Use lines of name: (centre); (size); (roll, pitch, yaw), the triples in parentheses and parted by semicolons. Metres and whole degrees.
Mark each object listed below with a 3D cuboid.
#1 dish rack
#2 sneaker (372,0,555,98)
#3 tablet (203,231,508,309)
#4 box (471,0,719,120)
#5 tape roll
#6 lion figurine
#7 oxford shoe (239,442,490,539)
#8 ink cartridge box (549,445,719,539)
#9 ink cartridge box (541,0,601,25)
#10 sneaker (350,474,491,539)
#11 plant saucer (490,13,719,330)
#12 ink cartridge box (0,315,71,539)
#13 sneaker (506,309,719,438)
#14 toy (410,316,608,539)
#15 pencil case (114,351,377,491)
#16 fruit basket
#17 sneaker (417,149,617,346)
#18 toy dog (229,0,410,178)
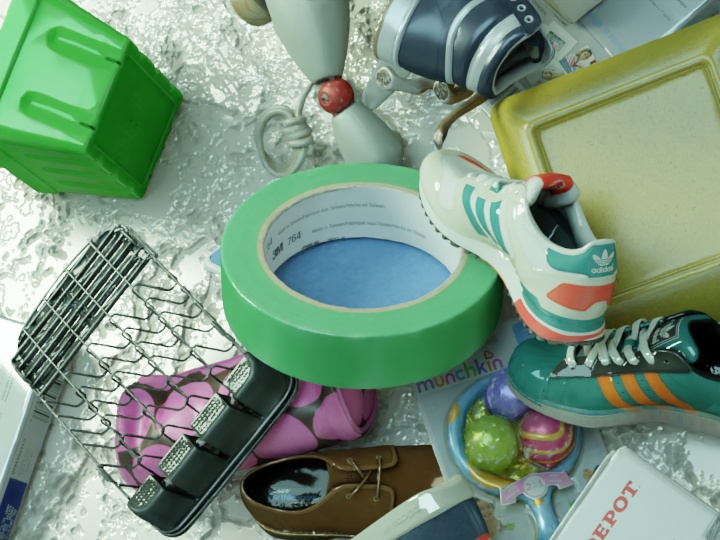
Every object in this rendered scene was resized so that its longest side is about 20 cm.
dish rack: (-0.155, 0.071, 1.663); (0.154, 0.054, 0.200); (-50, 59, 6)
sneaker: (0.100, -0.210, 1.577); (0.108, 0.070, 0.201); (27, 85, 20)
tablet: (0.000, 0.000, 1.684); (0.199, 0.014, 0.130); (24, 45, 29)
box: (0.158, -0.189, 1.695); (0.200, 0.041, 0.156); (-44, 62, 8)
tape roll: (0.001, 0.000, 1.632); (0.199, 0.048, 0.201); (0, 39, 0)
lion figurine: (0.054, -0.183, 1.677); (0.072, 0.122, 0.201); (-28, 79, 41)
oxford shoe: (0.010, 0.154, 1.639); (0.199, 0.071, 0.072); (-9, 68, 13)
ink cartridge box: (0.207, 0.227, 1.492); (0.200, 0.084, 0.146); (36, 91, 12)
ink cartridge box: (0.141, -0.301, 1.667); (0.146, 0.086, 0.201); (-37, 63, 11)
sneaker: (0.020, 0.218, 1.591); (0.200, 0.075, 0.085); (-40, 77, 45)
plant saucer: (0.202, -0.058, 1.603); (0.199, 0.048, 0.201); (-21, 81, 16)
ink cartridge box: (-0.339, 0.123, 1.829); (0.199, 0.041, 0.201); (15, 81, 28)
sneaker: (0.195, 0.059, 1.558); (0.198, 0.080, 0.072); (6, 42, 13)
toy: (0.113, 0.122, 1.598); (0.114, 0.047, 0.201); (-16, 69, -8)
pencil case: (-0.086, 0.097, 1.695); (0.199, 0.091, 0.094); (-17, 85, 21)
fruit basket: (-0.261, -0.134, 1.780); (0.215, 0.215, 0.156); (18, 82, 28)
sneaker: (0.111, -0.041, 1.571); (0.200, 0.070, 0.094); (52, 138, 40)
toy dog: (-0.017, -0.170, 1.739); (0.131, 0.096, 0.201); (2, 110, 37)
